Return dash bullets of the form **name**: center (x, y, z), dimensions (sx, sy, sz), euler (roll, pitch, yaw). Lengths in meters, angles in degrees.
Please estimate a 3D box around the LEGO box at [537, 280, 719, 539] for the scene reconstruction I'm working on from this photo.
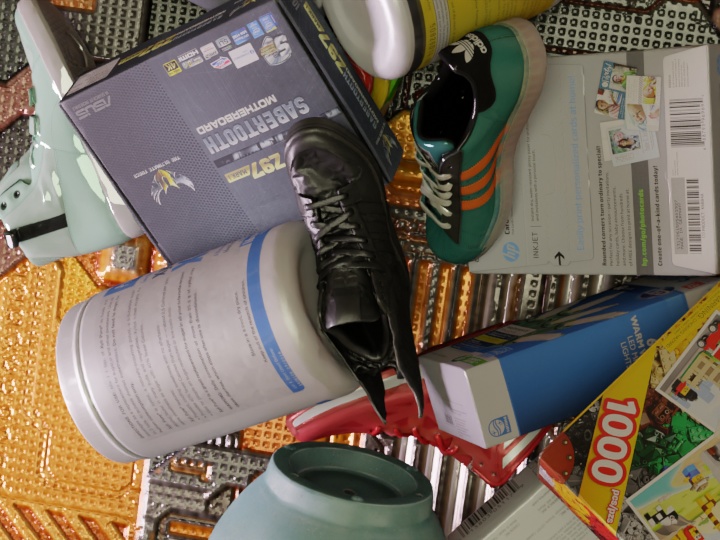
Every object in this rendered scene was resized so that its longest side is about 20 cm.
- **LEGO box**: center (0.234, 0.112, 1.100), dimensions (0.200, 0.077, 0.149), euler (-43, 73, -9)

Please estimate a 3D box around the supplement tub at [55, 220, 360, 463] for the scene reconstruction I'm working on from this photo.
- **supplement tub**: center (-0.105, 0.053, 1.241), dimensions (0.199, 0.132, 0.133), euler (-19, 93, 22)

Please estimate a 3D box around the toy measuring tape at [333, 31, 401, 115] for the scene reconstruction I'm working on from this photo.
- **toy measuring tape**: center (-0.024, -0.111, 1.267), dimensions (0.073, 0.074, 0.201), euler (29, 110, 5)

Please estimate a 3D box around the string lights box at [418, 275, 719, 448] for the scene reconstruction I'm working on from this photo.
- **string lights box**: center (0.153, 0.060, 1.197), dimensions (0.199, 0.103, 0.059), euler (-19, 98, -15)

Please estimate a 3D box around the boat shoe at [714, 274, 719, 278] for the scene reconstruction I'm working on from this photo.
- **boat shoe**: center (0.292, 0.001, 1.223), dimensions (0.074, 0.066, 0.201), euler (-30, 95, 29)

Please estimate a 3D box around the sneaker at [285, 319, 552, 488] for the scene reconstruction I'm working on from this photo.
- **sneaker**: center (0.050, 0.120, 1.270), dimensions (0.199, 0.078, 0.116), euler (-20, 91, 11)

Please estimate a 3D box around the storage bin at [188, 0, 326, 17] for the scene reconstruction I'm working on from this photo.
- **storage bin**: center (-0.058, -0.257, 1.225), dimensions (0.134, 0.146, 0.201), euler (29, 99, -6)

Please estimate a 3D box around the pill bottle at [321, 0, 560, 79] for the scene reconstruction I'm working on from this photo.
- **pill bottle**: center (0.077, -0.218, 1.184), dimensions (0.199, 0.112, 0.112), euler (-26, 92, -21)

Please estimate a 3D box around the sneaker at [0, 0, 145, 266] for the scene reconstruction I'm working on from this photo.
- **sneaker**: center (-0.248, -0.102, 1.294), dimensions (0.118, 0.074, 0.201), euler (-21, 91, 13)

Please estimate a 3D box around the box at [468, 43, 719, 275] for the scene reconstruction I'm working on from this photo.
- **box**: center (0.165, -0.076, 1.208), dimensions (0.199, 0.041, 0.157), euler (0, 96, 35)

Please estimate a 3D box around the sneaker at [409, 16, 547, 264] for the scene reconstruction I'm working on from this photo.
- **sneaker**: center (0.064, -0.084, 1.187), dimensions (0.071, 0.080, 0.201), euler (48, 140, 37)

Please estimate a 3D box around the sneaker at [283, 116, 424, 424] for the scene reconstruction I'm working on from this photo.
- **sneaker**: center (-0.003, 0.001, 1.171), dimensions (0.060, 0.104, 0.200), euler (-14, 124, 17)

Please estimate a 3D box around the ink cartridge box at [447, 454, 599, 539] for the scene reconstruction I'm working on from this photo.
- **ink cartridge box**: center (0.187, 0.220, 1.269), dimensions (0.162, 0.057, 0.200), euler (-41, 109, -2)

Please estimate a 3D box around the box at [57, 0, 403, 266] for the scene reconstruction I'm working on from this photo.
- **box**: center (-0.092, -0.102, 1.220), dimensions (0.199, 0.051, 0.158), euler (-20, 117, 27)

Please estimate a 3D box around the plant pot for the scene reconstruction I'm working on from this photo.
- **plant pot**: center (-0.018, 0.203, 1.218), dimensions (0.199, 0.200, 0.135), euler (14, 103, 7)
